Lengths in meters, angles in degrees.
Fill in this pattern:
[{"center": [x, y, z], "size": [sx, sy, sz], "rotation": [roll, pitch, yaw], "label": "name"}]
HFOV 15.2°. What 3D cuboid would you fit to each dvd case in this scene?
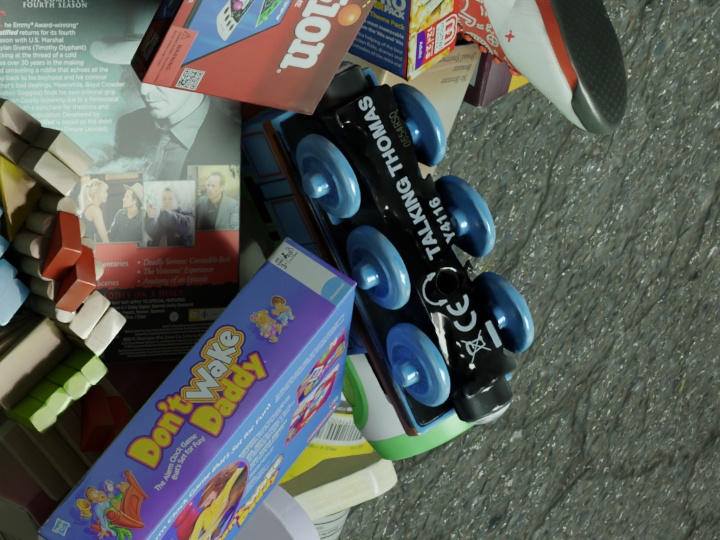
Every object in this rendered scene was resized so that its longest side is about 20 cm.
[{"center": [-0.127, -0.053, 1.357], "size": [0.145, 0.022, 0.202], "rotation": [-3, 100, -28], "label": "dvd case"}]

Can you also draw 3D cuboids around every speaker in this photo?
[{"center": [0.000, 0.000, 1.494], "size": [0.088, 0.088, 0.201], "rotation": [-33, 102, -35], "label": "speaker"}]

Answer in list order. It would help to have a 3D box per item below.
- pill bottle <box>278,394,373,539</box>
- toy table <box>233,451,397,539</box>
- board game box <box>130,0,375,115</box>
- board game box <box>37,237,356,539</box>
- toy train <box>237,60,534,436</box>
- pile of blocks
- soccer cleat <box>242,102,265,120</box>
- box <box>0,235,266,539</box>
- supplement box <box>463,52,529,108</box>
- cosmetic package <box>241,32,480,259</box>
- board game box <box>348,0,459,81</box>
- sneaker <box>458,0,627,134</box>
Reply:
[{"center": [-0.055, 0.121, 1.697], "size": [0.112, 0.112, 0.201], "rotation": [-12, 130, -52], "label": "pill bottle"}, {"center": [-0.078, 0.146, 1.570], "size": [0.117, 0.199, 0.185], "rotation": [-34, 121, -49], "label": "toy table"}, {"center": [-0.022, -0.164, 1.266], "size": [0.102, 0.019, 0.201], "rotation": [7, 125, -37], "label": "board game box"}, {"center": [-0.080, 0.096, 1.350], "size": [0.200, 0.045, 0.135], "rotation": [-50, 165, -26], "label": "board game box"}, {"center": [0.013, -0.012, 1.393], "size": [0.086, 0.114, 0.201], "rotation": [-30, 100, -26], "label": "toy train"}, {"center": [-0.154, 0.018, 1.305], "size": [0.082, 0.062, 0.201], "rotation": [-20, 106, -25], "label": "pile of blocks"}, {"center": [-0.034, -0.172, 1.479], "size": [0.076, 0.066, 0.201], "rotation": [-23, 138, -60], "label": "soccer cleat"}, {"center": [-0.137, 0.075, 1.459], "size": [0.200, 0.127, 0.109], "rotation": [-51, 134, -26], "label": "box"}, {"center": [0.090, -0.212, 1.601], "size": [0.110, 0.085, 0.201], "rotation": [-29, 142, -40], "label": "supplement box"}, {"center": [-0.017, -0.061, 1.590], "size": [0.103, 0.087, 0.201], "rotation": [-15, 132, -53], "label": "cosmetic package"}, {"center": [-0.017, -0.213, 1.346], "size": [0.046, 0.151, 0.201], "rotation": [-37, 143, -42], "label": "board game box"}, {"center": [0.065, -0.155, 1.526], "size": [0.202, 0.107, 0.067], "rotation": [59, 35, -16], "label": "sneaker"}]
